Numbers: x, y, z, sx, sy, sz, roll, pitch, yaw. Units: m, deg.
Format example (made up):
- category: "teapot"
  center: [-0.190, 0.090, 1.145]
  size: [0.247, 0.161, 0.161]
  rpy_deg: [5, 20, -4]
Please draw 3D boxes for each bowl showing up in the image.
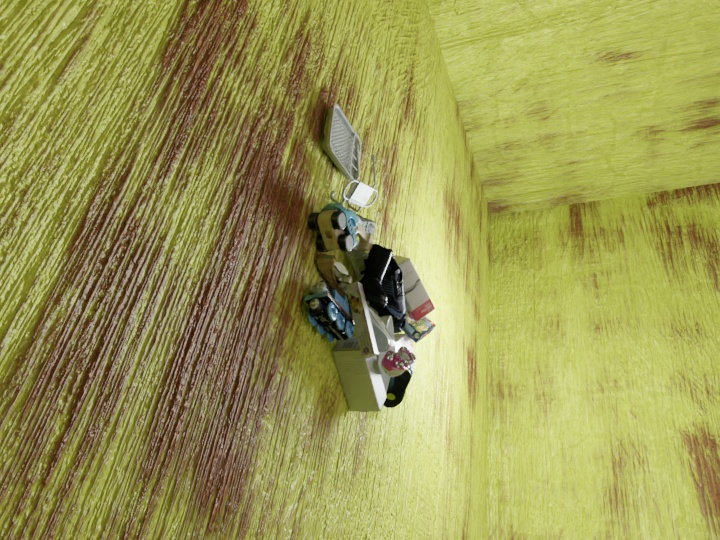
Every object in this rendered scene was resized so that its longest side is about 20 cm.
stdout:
- category: "bowl"
  center: [0.050, 0.261, 1.703]
  size: [0.202, 0.073, 0.202]
  rpy_deg: [-72, 159, -45]

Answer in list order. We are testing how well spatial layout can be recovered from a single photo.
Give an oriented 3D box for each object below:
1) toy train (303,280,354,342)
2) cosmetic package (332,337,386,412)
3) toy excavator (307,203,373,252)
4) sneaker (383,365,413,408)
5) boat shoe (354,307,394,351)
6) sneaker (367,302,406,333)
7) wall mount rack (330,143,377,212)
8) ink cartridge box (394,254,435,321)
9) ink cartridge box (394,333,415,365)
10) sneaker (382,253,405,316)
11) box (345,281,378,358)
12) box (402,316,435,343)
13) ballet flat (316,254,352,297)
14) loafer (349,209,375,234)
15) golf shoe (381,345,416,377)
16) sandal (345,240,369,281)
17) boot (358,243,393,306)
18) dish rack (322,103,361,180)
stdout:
- category: "toy train"
  center: [-0.078, 0.108, 1.462]
  size: [0.200, 0.085, 0.116]
  rpy_deg: [51, 30, -50]
- category: "cosmetic package"
  center: [-0.001, 0.294, 1.571]
  size: [0.074, 0.100, 0.203]
  rpy_deg: [-51, 132, -57]
- category: "toy excavator"
  center: [-0.035, -0.111, 1.551]
  size: [0.200, 0.098, 0.197]
  rpy_deg: [-49, 129, -48]
- category: "sneaker"
  center: [0.121, 0.359, 1.791]
  size: [0.079, 0.065, 0.202]
  rpy_deg: [-68, 179, -56]
- category: "boat shoe"
  center: [0.029, 0.153, 1.613]
  size: [0.200, 0.071, 0.069]
  rpy_deg: [47, 16, 28]
- category: "sneaker"
  center: [0.093, 0.123, 1.805]
  size: [0.073, 0.111, 0.202]
  rpy_deg: [-52, 137, -26]
- category: "wall mount rack"
  center: [-0.006, -0.265, 1.644]
  size: [0.175, 0.074, 0.199]
  rpy_deg: [-58, 156, 11]
- category: "ink cartridge box"
  center: [0.154, 0.056, 1.889]
  size: [0.202, 0.084, 0.145]
  rpy_deg: [60, -11, -13]
- category: "ink cartridge box"
  center: [0.125, 0.288, 1.916]
  size: [0.199, 0.066, 0.119]
  rpy_deg: [-5, 89, -69]
- category: "sneaker"
  center: [0.103, 0.044, 1.745]
  size: [0.069, 0.077, 0.203]
  rpy_deg: [-24, 93, -37]
- category: "box"
  center: [0.004, 0.131, 1.497]
  size: [0.041, 0.038, 0.204]
  rpy_deg: [31, 42, -66]
- category: "box"
  center: [0.191, 0.185, 2.031]
  size: [0.136, 0.038, 0.199]
  rpy_deg: [41, 18, 14]
- category: "ballet flat"
  center: [-0.057, 0.024, 1.552]
  size: [0.200, 0.062, 0.070]
  rpy_deg: [53, 38, -51]
- category: "loafer"
  center: [-0.034, -0.142, 1.663]
  size: [0.199, 0.069, 0.076]
  rpy_deg: [17, 96, -54]
- category: "golf shoe"
  center: [0.100, 0.279, 1.615]
  size: [0.075, 0.092, 0.199]
  rpy_deg: [44, 15, 19]
- category: "sandal"
  center: [0.006, -0.003, 1.720]
  size: [0.082, 0.049, 0.206]
  rpy_deg: [-31, 109, -29]
- category: "boot"
  center: [0.050, 0.011, 1.606]
  size: [0.073, 0.198, 0.165]
  rpy_deg: [26, 86, -19]
- category: "dish rack"
  center: [-0.059, -0.377, 1.678]
  size: [0.200, 0.043, 0.175]
  rpy_deg: [49, 42, -54]
